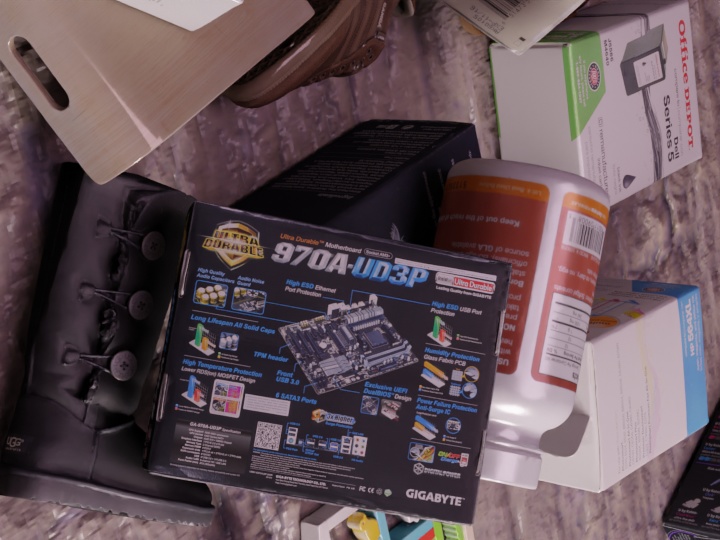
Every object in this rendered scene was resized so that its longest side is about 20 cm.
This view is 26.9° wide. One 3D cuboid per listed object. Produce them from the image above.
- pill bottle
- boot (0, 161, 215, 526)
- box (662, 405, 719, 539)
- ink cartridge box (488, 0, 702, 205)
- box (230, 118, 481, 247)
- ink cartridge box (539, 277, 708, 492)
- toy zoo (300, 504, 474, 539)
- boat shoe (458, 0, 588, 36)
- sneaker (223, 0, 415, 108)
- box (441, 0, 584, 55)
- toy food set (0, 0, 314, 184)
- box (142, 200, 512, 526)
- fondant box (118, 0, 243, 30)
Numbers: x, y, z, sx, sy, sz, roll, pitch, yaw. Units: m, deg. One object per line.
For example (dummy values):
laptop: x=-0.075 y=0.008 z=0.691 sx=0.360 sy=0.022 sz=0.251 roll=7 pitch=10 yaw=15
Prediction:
pill bottle: x=0.093 y=0.036 z=0.988 sx=0.112 sy=0.111 sz=0.202 roll=19 pitch=80 yaw=-49
boot: x=-0.135 y=0.049 z=0.925 sx=0.164 sy=0.065 sz=0.202 roll=22 pitch=73 yaw=-50
box: x=0.410 y=0.226 z=1.545 sx=0.201 sy=0.105 sz=0.123 roll=-56 pitch=133 yaw=-30
ink cartridge box: x=0.204 y=-0.142 z=1.277 sx=0.199 sy=0.083 sz=0.147 roll=-26 pitch=114 yaw=-45
box: x=0.000 y=0.000 z=1.039 sx=0.200 sy=0.104 sz=0.149 roll=-35 pitch=120 yaw=-41
ink cartridge box: x=0.182 y=0.091 z=1.245 sx=0.199 sy=0.128 sz=0.127 roll=-19 pitch=108 yaw=-47
toy zoo: x=0.017 y=0.218 z=1.149 sx=0.199 sy=0.020 sz=0.132 roll=-30 pitch=117 yaw=-43
boat shoe: x=0.162 y=-0.236 z=1.230 sx=0.200 sy=0.070 sz=0.071 roll=-39 pitch=121 yaw=-41
sneaker: x=-0.016 y=-0.159 z=1.028 sx=0.200 sy=0.070 sz=0.076 roll=-50 pitch=130 yaw=-33
box: x=0.132 y=-0.270 z=1.120 sx=0.077 sy=0.095 sz=0.201 roll=31 pitch=50 yaw=-18
toy food set: x=-0.130 y=-0.164 z=0.900 sx=0.144 sy=0.060 sz=0.200 roll=54 pitch=52 yaw=-13
box: x=-0.019 y=0.057 z=0.891 sx=0.198 sy=0.046 sz=0.161 roll=10 pitch=83 yaw=-10
fondant box: x=-0.127 y=-0.256 z=0.846 sx=0.143 sy=0.058 sz=0.202 roll=17 pitch=69 yaw=-35
